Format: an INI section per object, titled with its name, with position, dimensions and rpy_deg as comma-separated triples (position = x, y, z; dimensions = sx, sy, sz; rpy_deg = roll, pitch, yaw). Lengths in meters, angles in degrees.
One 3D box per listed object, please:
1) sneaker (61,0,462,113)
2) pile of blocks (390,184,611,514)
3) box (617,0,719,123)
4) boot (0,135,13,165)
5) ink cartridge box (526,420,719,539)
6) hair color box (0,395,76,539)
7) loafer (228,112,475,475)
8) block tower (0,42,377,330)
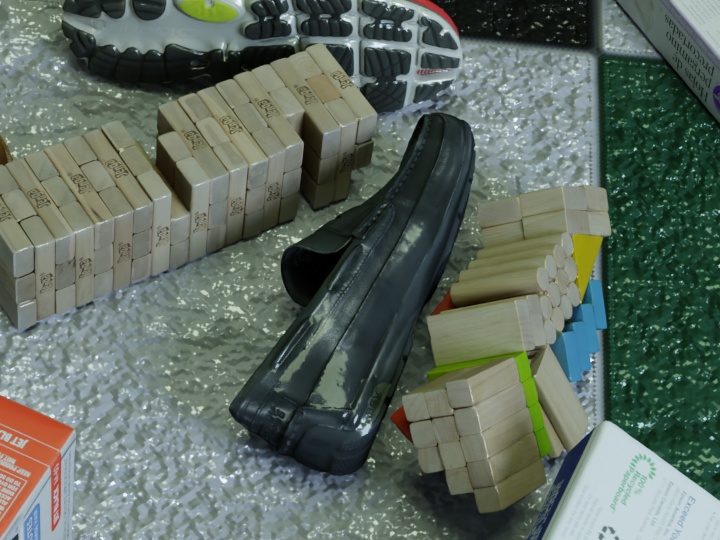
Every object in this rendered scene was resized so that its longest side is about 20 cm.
[sneaker]
position = -0.045, -0.135, 1.372
dimensions = 0.199, 0.077, 0.085
rpy_deg = 10, 43, 1
[pile of blocks]
position = 0.062, 0.036, 1.254
dimensions = 0.062, 0.082, 0.200
rpy_deg = -11, 31, 31
[box]
position = 0.154, -0.150, 1.433
dimensions = 0.041, 0.039, 0.200
rpy_deg = -21, 55, -22
[boot]
position = -0.224, -0.131, 1.288
dimensions = 0.076, 0.156, 0.200
rpy_deg = -22, 55, -24
[ink cartridge box]
position = 0.135, 0.190, 1.118
dimensions = 0.200, 0.041, 0.200
rpy_deg = 35, 51, -4
[hair color box]
position = -0.181, 0.152, 1.078
dimensions = 0.064, 0.111, 0.200
rpy_deg = 23, 51, 13
[loafer]
position = 0.000, 0.000, 1.261
dimensions = 0.070, 0.068, 0.201
rpy_deg = 23, 53, 1
[block tower]
position = -0.091, -0.038, 1.293
dimensions = 0.199, 0.054, 0.058
rpy_deg = -22, 54, -23
